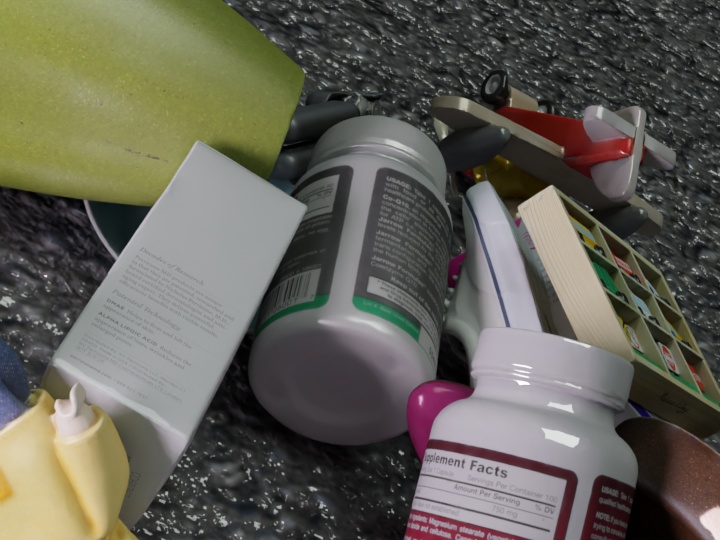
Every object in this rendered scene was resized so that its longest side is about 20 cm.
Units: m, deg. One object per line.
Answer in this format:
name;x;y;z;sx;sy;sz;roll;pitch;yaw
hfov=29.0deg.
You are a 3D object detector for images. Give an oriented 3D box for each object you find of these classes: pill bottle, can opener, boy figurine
pill bottle;0.000;0.000;0.878;0.113;0.113;0.201;25;44;-14
pill bottle;0.081;0.138;0.727;0.113;0.113;0.201;19;79;-22
can opener;-0.036;-0.108;1.081;0.067;0.054;0.200;9;15;23
boy figurine;-0.165;0.100;0.656;0.201;0.124;0.064;60;21;-18

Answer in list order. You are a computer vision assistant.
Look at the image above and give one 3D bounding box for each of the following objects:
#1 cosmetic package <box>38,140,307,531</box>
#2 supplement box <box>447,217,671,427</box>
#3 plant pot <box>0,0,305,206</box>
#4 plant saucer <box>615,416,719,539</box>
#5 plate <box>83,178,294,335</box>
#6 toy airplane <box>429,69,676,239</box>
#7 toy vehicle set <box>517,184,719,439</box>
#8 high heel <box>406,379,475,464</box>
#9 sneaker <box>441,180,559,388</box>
cosmetic package;-0.110;0.035;0.761;0.081;0.113;0.200;29;39;-7
supplement box;0.136;0.062;0.947;0.103;0.101;0.201;44;24;-36
plant pot;-0.143;-0.114;0.857;0.199;0.188;0.187;22;34;-8
plant saucer;0.188;0.176;0.766;0.034;0.201;0.201;-28;62;-17
plate;-0.099;-0.023;0.946;0.199;0.026;0.201;23;35;-17
toy airplane;0.154;-0.077;1.135;0.199;0.142;0.199;25;-1;11
toy vehicle set;0.174;0.032;0.890;0.200;0.026;0.125;27;36;-55
high heel;0.093;0.150;0.803;0.200;0.067;0.096;47;18;-24
sneaker;0.081;0.020;0.892;0.073;0.071;0.200;55;17;-38
